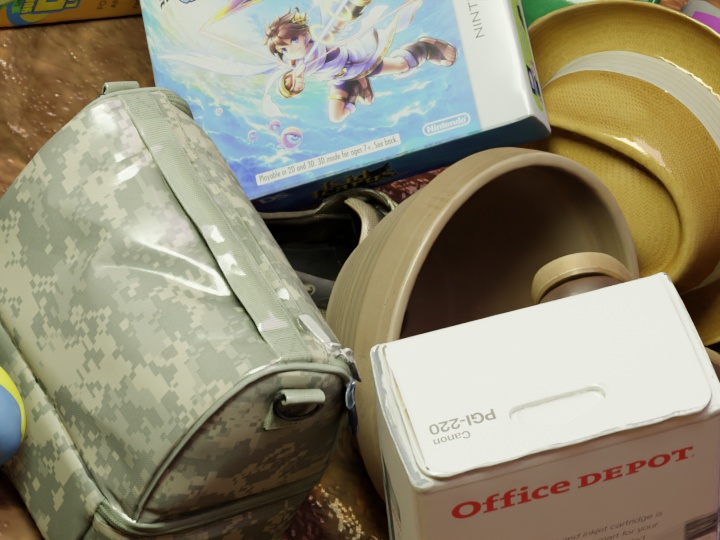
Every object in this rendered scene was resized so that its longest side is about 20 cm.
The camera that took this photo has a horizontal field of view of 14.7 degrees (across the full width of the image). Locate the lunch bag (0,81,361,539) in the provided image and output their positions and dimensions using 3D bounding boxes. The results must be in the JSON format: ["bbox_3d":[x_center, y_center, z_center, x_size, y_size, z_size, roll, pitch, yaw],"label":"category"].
[{"bbox_3d":[-0.094,0.032,1.324,0.139,0.168,0.200,-11,55,-34],"label":"lunch bag"}]

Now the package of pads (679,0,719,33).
[{"bbox_3d":[0.249,-0.058,1.655,0.199,0.068,0.155,29,42,2],"label":"package of pads"}]

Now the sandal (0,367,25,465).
[{"bbox_3d":[-0.254,0.066,1.283,0.199,0.080,0.087,9,46,-4],"label":"sandal"}]

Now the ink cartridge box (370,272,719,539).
[{"bbox_3d":[0.086,0.107,1.292,0.145,0.200,0.085,-14,52,-7],"label":"ink cartridge box"}]

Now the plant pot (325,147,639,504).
[{"bbox_3d":[0.047,0.034,1.415,0.092,0.202,0.201,12,28,41],"label":"plant pot"}]

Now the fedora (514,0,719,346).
[{"bbox_3d":[0.137,-0.044,1.491,0.200,0.201,0.082,40,28,13],"label":"fedora"}]

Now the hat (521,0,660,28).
[{"bbox_3d":[0.059,-0.180,1.587,0.176,0.200,0.166,34,19,-16],"label":"hat"}]

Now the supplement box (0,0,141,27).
[{"bbox_3d":[-0.165,-0.181,1.568,0.199,0.067,0.069,-8,56,-31],"label":"supplement box"}]

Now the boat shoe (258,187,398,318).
[{"bbox_3d":[0.000,0.000,1.470,0.199,0.073,0.075,-9,54,-33],"label":"boat shoe"}]

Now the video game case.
[{"bbox_3d":[-0.016,-0.133,1.482,0.199,0.045,0.182,-16,73,13],"label":"video game case"}]

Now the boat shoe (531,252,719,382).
[{"bbox_3d":[0.142,0.066,1.388,0.200,0.070,0.071,38,30,-49],"label":"boat shoe"}]

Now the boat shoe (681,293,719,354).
[{"bbox_3d":[0.257,0.029,1.549,0.199,0.070,0.066,13,9,-6],"label":"boat shoe"}]
